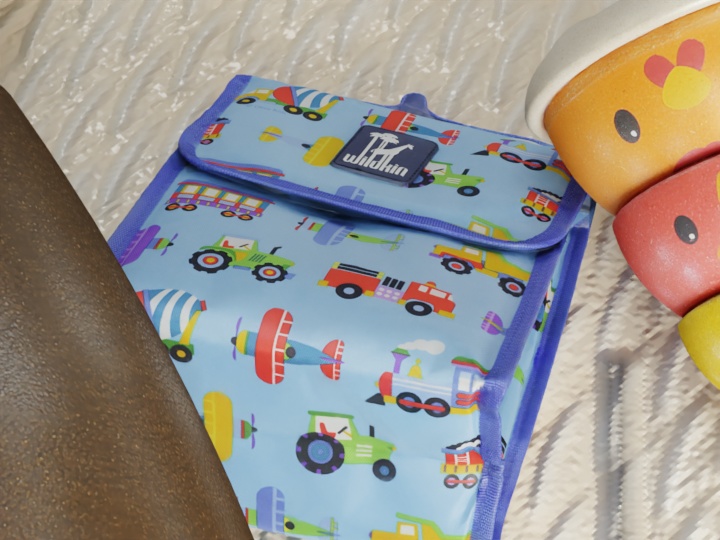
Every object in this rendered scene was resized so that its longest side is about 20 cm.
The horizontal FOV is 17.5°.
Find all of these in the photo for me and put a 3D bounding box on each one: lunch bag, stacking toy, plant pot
[{"bbox_3d":[0.000,0.000,0.856,0.149,0.095,0.200,11,38,11],"label":"lunch bag"},{"bbox_3d":[0.152,-0.002,0.813,0.145,0.146,0.201,-16,75,-9],"label":"stacking toy"},{"bbox_3d":[-0.130,0.049,0.698,0.186,0.187,0.201,-13,72,-7],"label":"plant pot"}]
